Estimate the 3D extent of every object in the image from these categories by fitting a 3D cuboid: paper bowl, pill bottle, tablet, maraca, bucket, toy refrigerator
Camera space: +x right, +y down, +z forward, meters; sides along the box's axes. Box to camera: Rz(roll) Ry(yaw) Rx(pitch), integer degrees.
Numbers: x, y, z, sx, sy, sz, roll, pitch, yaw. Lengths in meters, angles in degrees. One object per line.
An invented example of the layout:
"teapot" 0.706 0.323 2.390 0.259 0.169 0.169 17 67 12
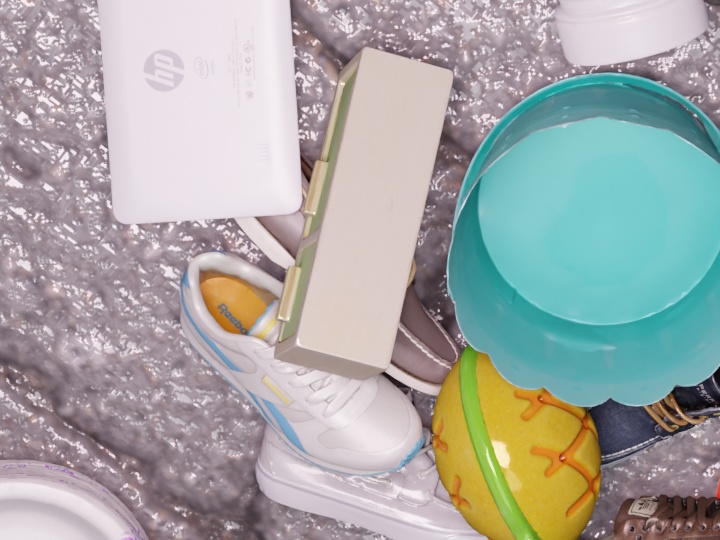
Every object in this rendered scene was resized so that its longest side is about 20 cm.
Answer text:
"paper bowl" -0.240 0.233 1.673 0.200 0.104 0.201 -1 99 -5
"pill bottle" 0.150 -0.237 1.484 0.114 0.114 0.200 -13 108 9
"tablet" -0.108 -0.133 1.567 0.130 0.014 0.200 -3 93 10
"maraca" 0.111 0.140 1.577 0.107 0.137 0.200 -24 77 23
"bucket" 0.158 -0.024 1.545 0.207 0.135 0.207 1 109 4
"toy refrigerator" -0.001 -0.036 1.535 0.070 0.076 0.200 14 79 -11

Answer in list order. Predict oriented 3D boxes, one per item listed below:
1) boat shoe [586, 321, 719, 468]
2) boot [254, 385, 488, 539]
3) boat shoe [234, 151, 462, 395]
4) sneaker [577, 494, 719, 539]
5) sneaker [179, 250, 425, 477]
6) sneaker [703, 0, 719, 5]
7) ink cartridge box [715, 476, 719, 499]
"boat shoe" 0.212 0.078 1.598 0.200 0.091 0.071 -37 102 16
"boot" 0.029 0.129 1.640 0.200 0.074 0.096 13 116 2
"boat shoe" 0.000 0.000 1.603 0.200 0.072 0.060 45 110 -4
"sneaker" 0.212 0.187 1.622 0.200 0.070 0.076 -28 99 35
"sneaker" -0.044 0.064 1.584 0.200 0.081 0.077 35 71 15
"sneaker" 0.256 -0.229 1.435 0.060 0.104 0.200 28 68 -24
"ink cartridge box" 0.339 0.198 1.625 0.200 0.050 0.162 6 127 2
